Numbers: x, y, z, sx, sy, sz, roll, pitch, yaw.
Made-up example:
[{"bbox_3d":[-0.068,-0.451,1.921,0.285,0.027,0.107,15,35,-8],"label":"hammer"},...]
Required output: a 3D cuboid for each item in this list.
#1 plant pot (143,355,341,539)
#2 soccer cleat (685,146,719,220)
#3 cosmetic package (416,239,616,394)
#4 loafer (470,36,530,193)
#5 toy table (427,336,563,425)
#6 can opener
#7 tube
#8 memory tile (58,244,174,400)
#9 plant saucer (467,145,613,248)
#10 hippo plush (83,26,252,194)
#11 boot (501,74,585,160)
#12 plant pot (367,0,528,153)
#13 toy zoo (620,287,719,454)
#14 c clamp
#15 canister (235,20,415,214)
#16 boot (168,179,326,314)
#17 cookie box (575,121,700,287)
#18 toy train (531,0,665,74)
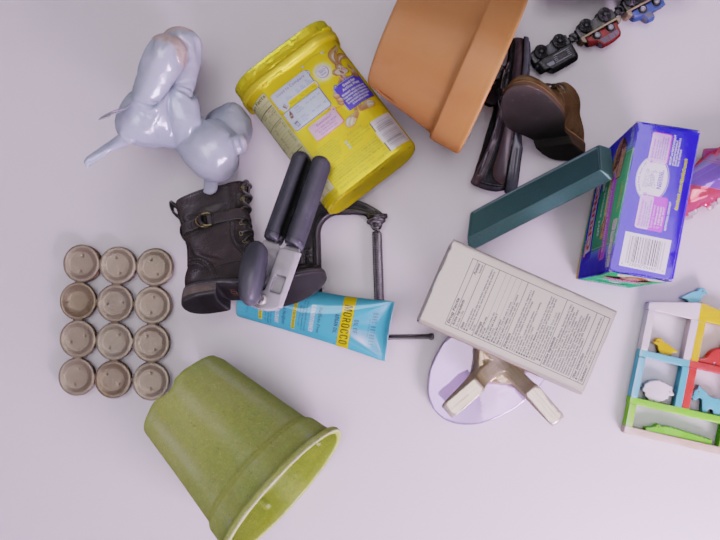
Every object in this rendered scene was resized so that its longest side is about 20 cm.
[{"bbox_3d":[-0.157,0.211,1.099,0.184,0.200,0.201,40,90,16],"label":"plant pot"},{"bbox_3d":[0.475,-0.135,1.131,0.199,0.067,0.077,-26,81,4],"label":"soccer cleat"},{"bbox_3d":[0.173,0.052,1.018,0.199,0.071,0.106,25,88,3],"label":"cosmetic package"},{"bbox_3d":[0.179,-0.200,1.148,0.063,0.072,0.202,5,90,8],"label":"loafer"},{"bbox_3d":[0.172,0.112,1.109,0.183,0.117,0.200,38,89,4],"label":"toy table"},{"bbox_3d":[-0.090,-0.050,1.047,0.053,0.067,0.201,14,77,17],"label":"can opener"},{"bbox_3d":[-0.058,0.056,1.147,0.199,0.050,0.078,12,108,9],"label":"tube"},{"bbox_3d":[-0.323,0.068,1.188,0.152,0.017,0.202,2,88,3],"label":"memory tile"},{"bbox_3d":[0.213,-0.090,1.099,0.199,0.070,0.019,-27,119,29],"label":"plant saucer"},{"bbox_3d":[-0.207,-0.193,1.115,0.160,0.200,0.160,31,128,-6],"label":"hippo plush"},{"bbox_3d":[0.223,-0.201,1.091,0.073,0.200,0.076,2,77,31],"label":"boot"},{"bbox_3d":[0.097,-0.260,1.086,0.139,0.200,0.201,24,89,2],"label":"plant pot"},{"bbox_3d":[0.414,0.121,1.141,0.130,0.020,0.201,12,88,4],"label":"toy zoo"},{"bbox_3d":[0.000,0.000,1.171,0.170,0.027,0.202,-8,87,9],"label":"c clamp"},{"bbox_3d":[-0.043,-0.191,1.143,0.148,0.087,0.200,-37,82,1],"label":"canister"},{"bbox_3d":[-0.146,-0.041,1.137,0.198,0.069,0.175,-7,60,2],"label":"boot"},{"bbox_3d":[0.323,-0.069,1.067,0.075,0.200,0.172,12,87,5],"label":"cookie box"},{"bbox_3d":[0.311,-0.311,1.162,0.199,0.034,0.046,-30,89,2],"label":"toy train"}]
